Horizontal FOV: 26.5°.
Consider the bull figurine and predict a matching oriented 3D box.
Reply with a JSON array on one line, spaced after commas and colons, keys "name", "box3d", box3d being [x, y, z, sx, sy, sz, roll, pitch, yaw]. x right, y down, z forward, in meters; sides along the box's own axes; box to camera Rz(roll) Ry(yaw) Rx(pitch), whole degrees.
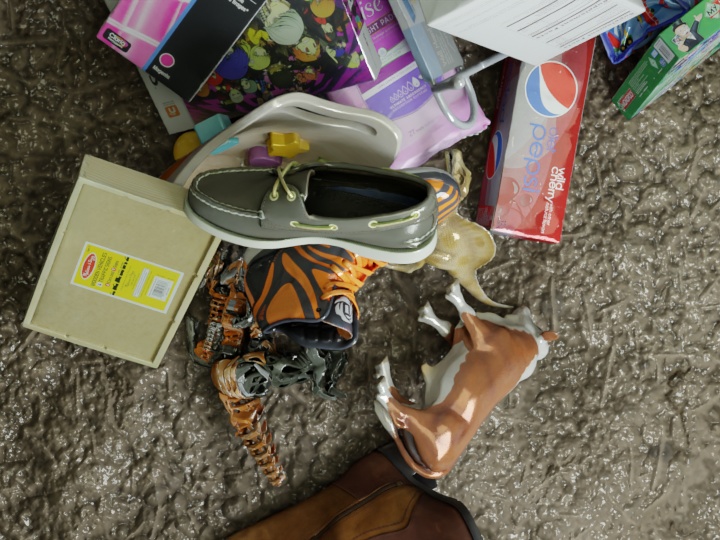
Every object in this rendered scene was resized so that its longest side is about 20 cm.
[{"name": "bull figurine", "box3d": [0.090, 0.086, 1.357, 0.121, 0.065, 0.200, 43, 62, -11]}]

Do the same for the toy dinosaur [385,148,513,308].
[{"name": "toy dinosaur", "box3d": [0.074, -0.018, 1.354, 0.100, 0.058, 0.201, 4, 138, 22]}]

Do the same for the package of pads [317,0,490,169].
[{"name": "package of pads", "box3d": [0.015, -0.181, 1.345, 0.120, 0.076, 0.201, -33, 100, -12]}]

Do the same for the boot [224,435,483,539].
[{"name": "boot", "box3d": [0.000, 0.251, 1.325, 0.199, 0.189, 0.069, -30, 144, -11]}]

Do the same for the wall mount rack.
[{"name": "wall mount rack", "box3d": [0.063, -0.213, 1.254, 0.074, 0.174, 0.201, -22, 97, 32]}]

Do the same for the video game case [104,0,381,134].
[{"name": "video game case", "box3d": [-0.105, -0.217, 1.260, 0.199, 0.036, 0.182, -12, 122, 19]}]

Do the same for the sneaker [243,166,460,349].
[{"name": "sneaker", "box3d": [0.000, 0.000, 1.242, 0.199, 0.113, 0.078, -28, 139, 16]}]

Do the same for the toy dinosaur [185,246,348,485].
[{"name": "toy dinosaur", "box3d": [-0.084, 0.079, 1.345, 0.135, 0.102, 0.201, -8, 110, 12]}]

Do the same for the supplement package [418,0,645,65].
[{"name": "supplement package", "box3d": [0.126, -0.246, 1.201, 0.109, 0.200, 0.115, -24, 75, 28]}]

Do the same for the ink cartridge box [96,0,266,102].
[{"name": "ink cartridge box", "box3d": [-0.120, -0.233, 1.209, 0.094, 0.037, 0.200, 34, 122, -13]}]

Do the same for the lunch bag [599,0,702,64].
[{"name": "lunch bag", "box3d": [0.231, -0.309, 1.355, 0.201, 0.094, 0.150, 54, 44, -2]}]

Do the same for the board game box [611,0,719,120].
[{"name": "board game box", "box3d": [0.298, -0.206, 1.342, 0.134, 0.200, 0.029, -39, 84, -8]}]

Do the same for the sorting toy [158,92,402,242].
[{"name": "sorting toy", "box3d": [-0.059, -0.091, 1.263, 0.199, 0.180, 0.108, 12, 64, -27]}]

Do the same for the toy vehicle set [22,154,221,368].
[{"name": "toy vehicle set", "box3d": [-0.197, -0.002, 1.266, 0.123, 0.200, 0.027, 19, 46, -13]}]

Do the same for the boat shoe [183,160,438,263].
[{"name": "boat shoe", "box3d": [-0.038, -0.055, 1.179, 0.200, 0.060, 0.072, 8, 50, 4]}]

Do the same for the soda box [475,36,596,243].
[{"name": "soda box", "box3d": [0.158, -0.129, 1.386, 0.069, 0.063, 0.202, 10, 92, -12]}]
